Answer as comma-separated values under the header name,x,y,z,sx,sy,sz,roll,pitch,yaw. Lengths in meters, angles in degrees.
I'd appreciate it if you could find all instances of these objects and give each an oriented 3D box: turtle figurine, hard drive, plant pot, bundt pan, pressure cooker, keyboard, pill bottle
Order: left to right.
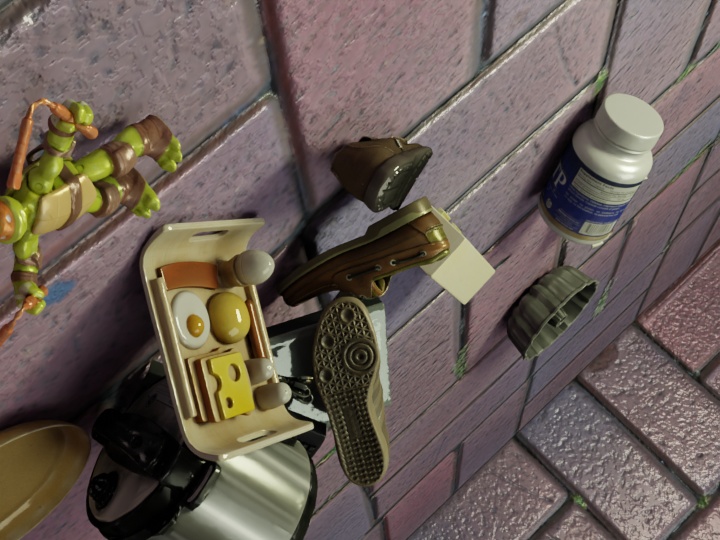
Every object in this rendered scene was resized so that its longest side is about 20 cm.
name,x,y,z,sx,sy,sz,roll,pitch,yaw
plant pot,-0.338,0.205,0.978,0.200,0.027,0.201,-40,160,-18
turtle figurine,-0.201,-0.044,0.722,0.161,0.064,0.201,-31,148,-52
pressure cooker,-0.159,0.195,1.002,0.175,0.180,0.200,-36,122,27
keyboard,-0.125,0.139,1.084,0.128,0.198,0.021,-58,-159,27
hard drive,-0.064,0.114,1.144,0.198,0.033,0.141,-17,125,-18
bundt pan,0.349,0.069,1.989,0.201,0.076,0.202,-38,158,-18
pill bottle,0.342,-0.145,1.513,0.119,0.120,0.201,-28,153,-39

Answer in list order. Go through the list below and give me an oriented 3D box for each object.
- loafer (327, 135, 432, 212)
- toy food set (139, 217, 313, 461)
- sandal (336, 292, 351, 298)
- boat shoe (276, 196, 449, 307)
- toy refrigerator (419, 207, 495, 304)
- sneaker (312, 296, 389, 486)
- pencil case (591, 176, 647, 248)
name,x,y,z,sx,sy,sz,roll,pitch,yaw
loafer,0.019,-0.105,1.039,0.073,0.071,0.200,-58,174,9
toy food set,-0.108,0.056,0.940,0.060,0.202,0.143,-17,176,31
sandal,-0.032,0.113,1.330,0.213,0.078,0.069,-57,153,15
boat shoe,0.000,0.000,1.104,0.199,0.068,0.072,-29,179,28
toy refrigerator,0.110,-0.022,1.354,0.070,0.076,0.200,-47,159,4
sneaker,-0.010,0.121,1.120,0.070,0.202,0.076,-5,-169,3
pencil case,0.390,-0.122,1.693,0.077,0.090,0.201,-4,148,-10
